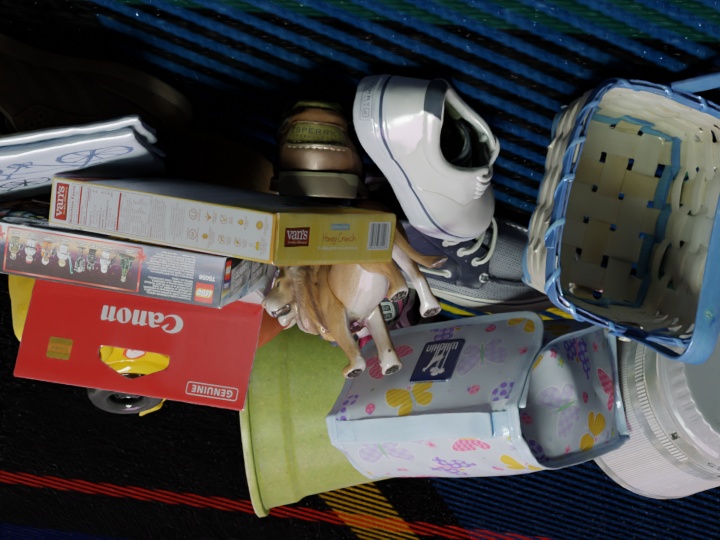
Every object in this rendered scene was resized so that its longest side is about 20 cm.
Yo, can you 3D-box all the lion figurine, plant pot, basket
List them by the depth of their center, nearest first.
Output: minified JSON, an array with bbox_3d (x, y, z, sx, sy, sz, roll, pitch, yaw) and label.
[{"bbox_3d":[0.188,-0.040,1.374,0.138,0.178,0.200,14,-179,-15],"label":"basket"},{"bbox_3d":[0.000,0.000,1.591,0.072,0.123,0.200,-7,151,-33],"label":"lion figurine"},{"bbox_3d":[-0.009,0.119,1.994,0.182,0.202,0.201,-4,162,5],"label":"plant pot"}]

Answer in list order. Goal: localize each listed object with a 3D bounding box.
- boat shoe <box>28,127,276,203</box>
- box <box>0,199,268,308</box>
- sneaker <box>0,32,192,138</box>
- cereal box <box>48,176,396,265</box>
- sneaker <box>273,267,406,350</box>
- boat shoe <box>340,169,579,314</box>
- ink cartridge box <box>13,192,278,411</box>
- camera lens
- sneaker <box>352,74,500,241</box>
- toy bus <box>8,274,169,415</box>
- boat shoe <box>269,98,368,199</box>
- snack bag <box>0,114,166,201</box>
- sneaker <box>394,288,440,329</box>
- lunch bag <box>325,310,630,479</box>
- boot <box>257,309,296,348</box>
[{"bbox_3d":[-0.162,-0.079,1.639,0.198,0.073,0.072,2,-165,-9],"label":"boat shoe"},{"bbox_3d":[-0.176,-0.014,1.576,0.198,0.040,0.137,9,-172,9],"label":"box"},{"bbox_3d":[-0.217,-0.111,1.522,0.198,0.076,0.070,15,162,-16],"label":"sneaker"},{"bbox_3d":[-0.095,-0.035,1.498,0.199,0.040,0.143,10,-173,35],"label":"cereal box"},{"bbox_3d":[-0.052,-0.015,1.731,0.199,0.081,0.075,27,122,4],"label":"sneaker"},{"bbox_3d":[0.074,-0.023,1.649,0.198,0.075,0.093,7,155,0],"label":"boat shoe"},{"bbox_3d":[-0.167,0.005,1.680,0.198,0.178,0.045,7,164,15],"label":"ink cartridge box"},{"bbox_3d":[0.275,0.094,1.763,0.159,0.161,0.200,15,162,-16],"label":"camera lens"},{"bbox_3d":[0.062,-0.071,1.499,0.070,0.074,0.200,5,162,26],"label":"sneaker"},{"bbox_3d":[-0.177,0.025,1.871,0.191,0.137,0.200,-16,150,28],"label":"toy bus"},{"bbox_3d":[-0.026,-0.085,1.520,0.071,0.069,0.200,2,-178,-6],"label":"boat shoe"},{"bbox_3d":[-0.228,-0.073,1.498,0.187,0.022,0.200,-10,175,2],"label":"snack bag"},{"bbox_3d":[0.009,0.014,1.800,0.087,0.074,0.200,13,164,-15],"label":"sneaker"},{"bbox_3d":[0.091,0.098,1.672,0.168,0.128,0.199,-7,-177,32],"label":"lunch bag"},{"bbox_3d":[-0.140,-0.002,1.784,0.200,0.075,0.107,40,-142,22],"label":"boot"}]
